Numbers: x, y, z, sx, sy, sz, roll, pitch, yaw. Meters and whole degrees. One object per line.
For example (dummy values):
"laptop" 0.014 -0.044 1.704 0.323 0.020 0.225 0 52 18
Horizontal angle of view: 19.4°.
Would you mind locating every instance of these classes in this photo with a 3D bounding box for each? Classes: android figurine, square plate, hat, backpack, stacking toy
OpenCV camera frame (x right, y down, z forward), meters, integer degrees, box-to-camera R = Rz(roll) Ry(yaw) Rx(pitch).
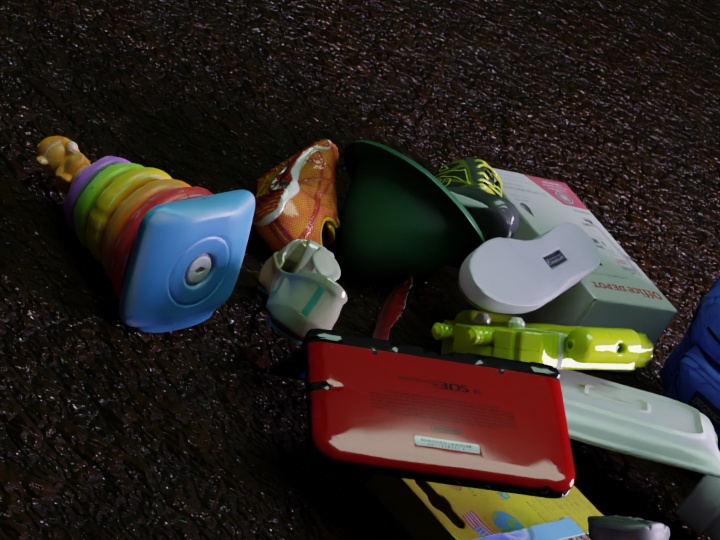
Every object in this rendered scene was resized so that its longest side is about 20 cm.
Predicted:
"android figurine" 0.154 0.062 1.829 0.199 0.041 0.182 5 1 -35
"square plate" 0.210 0.119 1.772 0.199 0.029 0.198 16 8 5
"hat" 0.000 0.000 1.861 0.165 0.176 0.200 38 -16 6
"backpack" 0.372 0.088 1.939 0.162 0.200 0.168 37 58 11
"stacking toy" -0.187 -0.048 1.620 0.200 0.110 0.116 36 32 32

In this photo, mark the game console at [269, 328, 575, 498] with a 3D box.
"game console" 0.042 0.117 1.568 0.199 0.119 0.173 9 45 -14

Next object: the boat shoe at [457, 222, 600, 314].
"boat shoe" 0.137 0.009 1.859 0.071 0.070 0.200 54 34 9

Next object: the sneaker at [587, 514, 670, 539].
"sneaker" 0.219 0.247 1.624 0.076 0.091 0.200 0 -16 30

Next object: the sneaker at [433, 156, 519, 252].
"sneaker" 0.098 -0.070 1.940 0.074 0.085 0.200 47 -12 -20

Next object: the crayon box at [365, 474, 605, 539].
"crayon box" 0.091 0.180 1.597 0.127 0.051 0.200 46 25 24

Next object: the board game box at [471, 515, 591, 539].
"board game box" 0.141 0.278 1.419 0.200 0.097 0.159 47 26 26

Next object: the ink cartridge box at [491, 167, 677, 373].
"ink cartridge box" 0.192 -0.001 2.037 0.146 0.083 0.200 8 35 -48

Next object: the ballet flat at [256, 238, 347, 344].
"ballet flat" -0.042 0.009 1.660 0.069 0.070 0.200 30 6 -12

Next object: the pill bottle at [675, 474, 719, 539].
"pill bottle" 0.370 0.239 1.785 0.200 0.111 0.111 40 24 10

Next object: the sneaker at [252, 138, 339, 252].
"sneaker" -0.052 -0.058 1.864 0.077 0.073 0.200 53 24 -14
